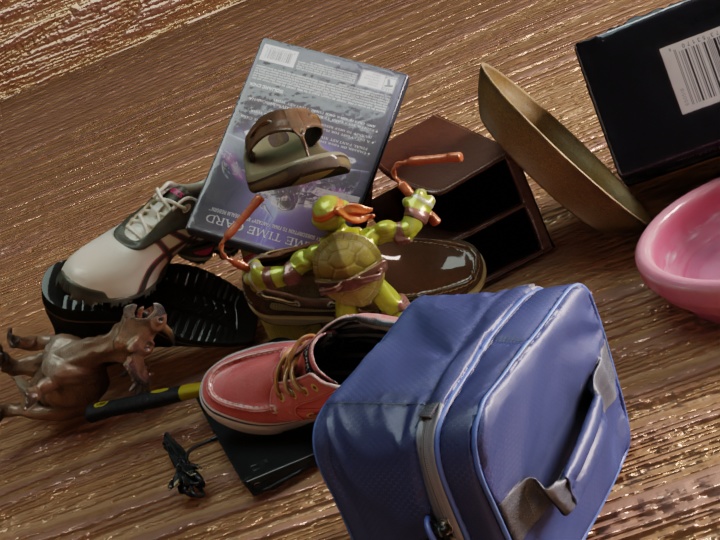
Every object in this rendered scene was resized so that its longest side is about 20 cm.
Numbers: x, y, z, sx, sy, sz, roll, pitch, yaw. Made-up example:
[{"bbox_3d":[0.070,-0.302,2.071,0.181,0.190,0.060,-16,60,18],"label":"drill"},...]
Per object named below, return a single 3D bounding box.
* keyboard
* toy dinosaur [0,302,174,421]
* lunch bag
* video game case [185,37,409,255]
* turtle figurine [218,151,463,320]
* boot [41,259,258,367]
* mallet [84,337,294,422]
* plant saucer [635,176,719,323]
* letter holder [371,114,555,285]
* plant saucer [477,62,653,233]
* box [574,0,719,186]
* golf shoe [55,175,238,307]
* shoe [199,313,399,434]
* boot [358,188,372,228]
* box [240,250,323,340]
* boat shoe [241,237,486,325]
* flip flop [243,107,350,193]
[{"bbox_3d":[-0.099,0.131,1.067,0.127,0.021,0.200,-21,19,-11],"label":"keyboard"},{"bbox_3d":[-0.254,0.099,1.217,0.135,0.086,0.200,3,-21,-29],"label":"toy dinosaur"},{"bbox_3d":[0.076,0.099,0.794,0.132,0.136,0.200,-9,26,35],"label":"lunch bag"},{"bbox_3d":[-0.054,-0.104,1.201,0.142,0.019,0.201,16,71,11],"label":"video game case"},{"bbox_3d":[0.005,0.000,1.032,0.199,0.162,0.064,-22,25,5],"label":"turtle figurine"},{"bbox_3d":[-0.200,0.056,1.289,0.199,0.139,0.078,14,57,-2],"label":"boot"},{"bbox_3d":[-0.136,0.095,1.118,0.199,0.041,0.066,-11,21,28],"label":"mallet"},{"bbox_3d":[0.300,-0.020,0.968,0.200,0.051,0.201,-21,21,8],"label":"plant saucer"},{"bbox_3d":[0.061,-0.053,1.233,0.142,0.101,0.200,-28,21,-8],"label":"letter holder"},{"bbox_3d":[0.163,-0.093,1.128,0.035,0.200,0.200,-47,16,15],"label":"plant saucer"},{"bbox_3d":[0.293,-0.158,1.123,0.196,0.118,0.200,-19,-3,13],"label":"box"},{"bbox_3d":[-0.189,-0.036,1.213,0.077,0.088,0.200,35,43,27],"label":"golf shoe"},{"bbox_3d":[-0.036,0.071,0.986,0.199,0.091,0.072,-4,65,17],"label":"shoe"},{"bbox_3d":[-0.033,-0.070,1.318,0.073,0.156,0.200,1,8,-8],"label":"boot"},{"bbox_3d":[-0.076,0.011,1.258,0.050,0.076,0.200,-23,22,0],"label":"box"},{"bbox_3d":[0.000,0.006,1.098,0.201,0.075,0.075,-9,64,8],"label":"boat shoe"},{"bbox_3d":[-0.060,-0.107,1.099,0.081,0.058,0.200,-12,19,-6],"label":"flip flop"}]
